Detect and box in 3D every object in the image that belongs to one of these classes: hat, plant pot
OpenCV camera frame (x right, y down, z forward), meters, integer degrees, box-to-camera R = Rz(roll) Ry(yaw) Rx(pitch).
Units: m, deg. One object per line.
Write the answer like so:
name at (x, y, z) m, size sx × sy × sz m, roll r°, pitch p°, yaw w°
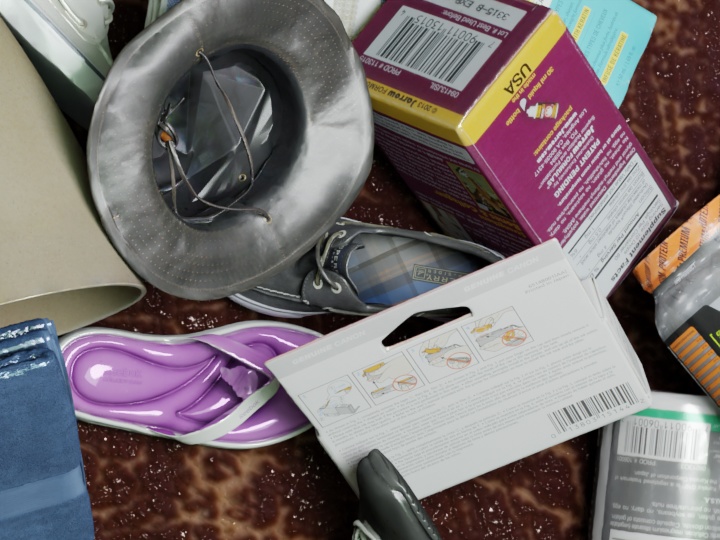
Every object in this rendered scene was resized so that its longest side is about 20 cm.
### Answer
hat at (-0.091, -0.083, 1.630) m, size 0.200 × 0.081 × 0.201 m, roll -7°, pitch 103°, yaw -33°
plant pot at (-0.241, -0.059, 1.615) m, size 0.187 × 0.187 × 0.201 m, roll -12°, pitch 82°, yaw -21°

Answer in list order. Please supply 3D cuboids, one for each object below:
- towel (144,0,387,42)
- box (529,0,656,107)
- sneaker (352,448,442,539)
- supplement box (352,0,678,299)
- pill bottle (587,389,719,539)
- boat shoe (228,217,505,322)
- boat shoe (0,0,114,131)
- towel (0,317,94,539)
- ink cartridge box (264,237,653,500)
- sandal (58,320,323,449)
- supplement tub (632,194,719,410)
towel at (-0.042, -0.166, 1.696) m, size 0.199 × 0.024 × 0.147 m, roll 0°, pitch 107°, yaw -30°
box at (0.092, -0.177, 1.797) m, size 0.200 × 0.049 × 0.083 m, roll 27°, pitch 81°, yaw -20°
sneaker at (0.016, 0.205, 1.736) m, size 0.088 × 0.074 × 0.200 m, roll -23°, pitch 125°, yaw -9°
supplement box at (0.092, -0.081, 1.717) m, size 0.103 × 0.131 × 0.200 m, roll -51°, pitch 134°, yaw -14°
pill bottle at (0.207, 0.181, 1.814) m, size 0.113 × 0.113 × 0.201 m, roll 7°, pitch 89°, yaw -21°
boat shoe at (0.000, 0.000, 1.717) m, size 0.199 × 0.066 × 0.070 m, roll 10°, pitch 82°, yaw 6°
boat shoe at (-0.184, -0.157, 1.682) m, size 0.070 × 0.071 × 0.200 m, roll -46°, pitch 101°, yaw -15°
towel at (-0.221, 0.118, 1.627) m, size 0.111 × 0.049 × 0.200 m, roll -15°, pitch 137°, yaw -12°
ink cartridge box at (0.061, 0.058, 1.704) m, size 0.199 × 0.045 × 0.176 m, roll -23°, pitch 134°, yaw 11°
sandal at (-0.100, 0.075, 1.726) m, size 0.202 × 0.050 × 0.083 m, roll -1°, pitch 92°, yaw -21°
supplement tub at (0.272, 0.047, 1.733) m, size 0.122 × 0.123 × 0.200 m, roll -37°, pitch 84°, yaw -17°
